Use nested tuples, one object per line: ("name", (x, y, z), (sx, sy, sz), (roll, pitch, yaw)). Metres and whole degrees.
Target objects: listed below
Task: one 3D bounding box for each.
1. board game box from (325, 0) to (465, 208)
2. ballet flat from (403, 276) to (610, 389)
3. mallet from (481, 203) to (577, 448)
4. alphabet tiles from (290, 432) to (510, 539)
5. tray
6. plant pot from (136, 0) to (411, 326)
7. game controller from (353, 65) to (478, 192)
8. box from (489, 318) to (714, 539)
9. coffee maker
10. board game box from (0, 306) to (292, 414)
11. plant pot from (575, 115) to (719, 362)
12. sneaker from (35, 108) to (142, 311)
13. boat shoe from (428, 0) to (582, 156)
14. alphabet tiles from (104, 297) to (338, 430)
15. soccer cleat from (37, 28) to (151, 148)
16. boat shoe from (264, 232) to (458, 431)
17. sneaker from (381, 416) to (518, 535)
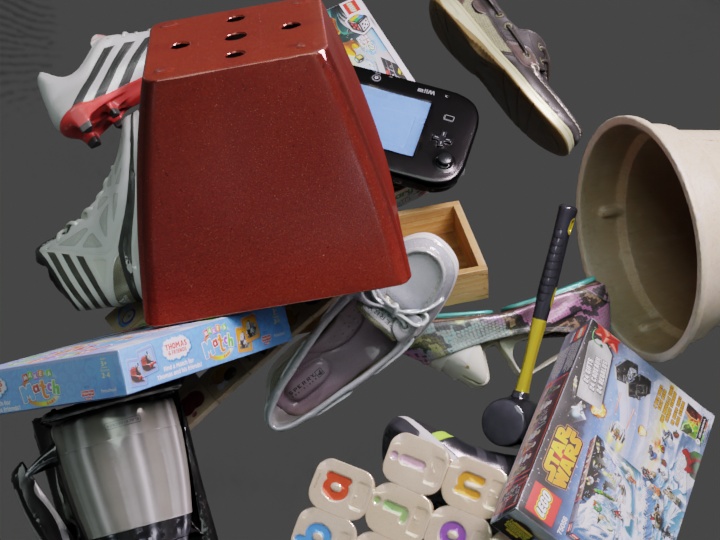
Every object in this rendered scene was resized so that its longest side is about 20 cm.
("board game box", (-0.008, -0.144, 1.423), (0.125, 0.035, 0.201), (-27, 67, -13))
("ballet flat", (0.117, 0.058, 1.316), (0.198, 0.069, 0.072), (-12, 84, -8))
("mallet", (0.139, 0.046, 1.258), (0.041, 0.066, 0.202), (14, 98, 24))
("alphabet tiles", (0.039, 0.233, 1.206), (0.194, 0.015, 0.202), (20, 87, 11))
("tray", (0.000, 0.000, 1.333), (0.198, 0.037, 0.099), (-10, 39, -7))
("plant pot", (-0.078, -0.095, 1.187), (0.198, 0.178, 0.200), (-9, 27, 0))
("game controller", (0.002, -0.132, 1.375), (0.198, 0.042, 0.105), (16, 65, 6))
("box", (0.192, 0.153, 1.226), (0.137, 0.040, 0.201), (38, 50, -10))
("coffee maker", (-0.162, 0.195, 1.190), (0.133, 0.192, 0.202), (-15, 84, 7))
("board game box", (-0.167, 0.064, 1.158), (0.150, 0.199, 0.037), (-10, 94, 32))
("plant pot", (0.306, -0.039, 1.308), (0.182, 0.201, 0.202), (-10, 63, -19))
("sneaker", (-0.225, -0.052, 1.349), (0.114, 0.076, 0.202), (-11, 52, 7))
("boat shoe", (0.141, -0.190, 1.430), (0.065, 0.073, 0.200), (-34, 69, -12))
("alphabet tiles", (-0.102, 0.017, 1.289), (0.200, 0.008, 0.167), (-41, 44, -4))
("soccer cleat", (-0.198, -0.191, 1.424), (0.199, 0.069, 0.085), (-34, 73, -12))
("boat shoe", (-0.001, 0.053, 1.255), (0.202, 0.065, 0.074), (-41, 101, 16))
("sneaker", (0.108, 0.178, 1.262), (0.199, 0.072, 0.083), (36, 43, 14))
